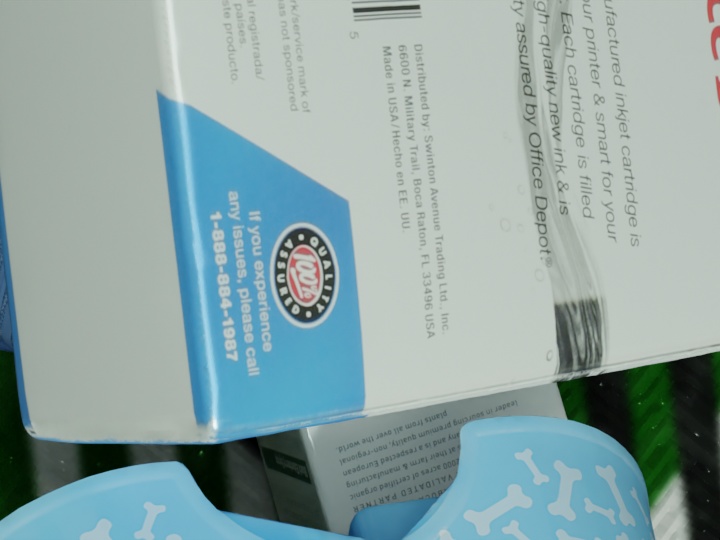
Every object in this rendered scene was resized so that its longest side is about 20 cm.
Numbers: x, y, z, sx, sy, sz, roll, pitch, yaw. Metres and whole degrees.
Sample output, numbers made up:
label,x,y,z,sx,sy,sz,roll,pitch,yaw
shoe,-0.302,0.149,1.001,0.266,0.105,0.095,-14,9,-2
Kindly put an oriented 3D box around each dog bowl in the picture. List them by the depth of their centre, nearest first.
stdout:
label,x,y,z,sx,sy,sz,roll,pitch,yaw
dog bowl,-0.010,0.099,0.654,0.198,0.050,0.112,-6,133,-19

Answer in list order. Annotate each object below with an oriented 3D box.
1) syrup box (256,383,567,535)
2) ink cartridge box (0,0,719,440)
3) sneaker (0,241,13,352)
label,x,y,z,sx,sy,sz,roll,pitch,yaw
syrup box,0.000,0.000,0.763,0.078,0.081,0.202,-17,95,-13
ink cartridge box,0.011,-0.042,0.647,0.199,0.084,0.146,-7,91,-39
sneaker,-0.076,-0.055,0.701,0.078,0.089,0.201,-40,142,-39
